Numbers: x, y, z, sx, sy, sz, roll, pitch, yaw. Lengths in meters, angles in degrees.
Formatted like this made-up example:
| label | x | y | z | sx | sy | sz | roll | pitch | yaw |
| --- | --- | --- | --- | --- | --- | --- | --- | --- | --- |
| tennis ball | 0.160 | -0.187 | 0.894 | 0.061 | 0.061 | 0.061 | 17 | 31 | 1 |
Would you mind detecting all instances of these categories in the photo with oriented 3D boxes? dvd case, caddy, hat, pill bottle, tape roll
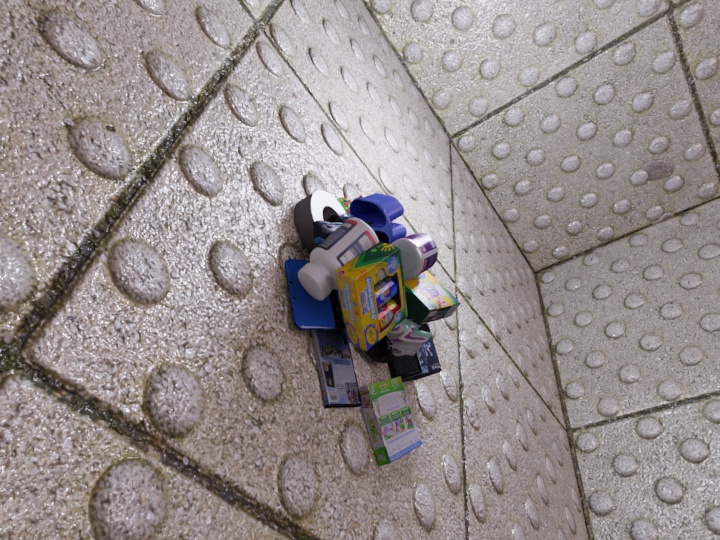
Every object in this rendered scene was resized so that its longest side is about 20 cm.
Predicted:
| label | x | y | z | sx | sy | sz | roll | pitch | yaw |
| --- | --- | --- | --- | --- | --- | --- | --- | --- | --- |
| dvd case | -0.060 | 0.243 | 1.300 | 0.142 | 0.017 | 0.204 | 21 | 50 | -55 |
| caddy | 0.042 | -0.142 | 1.484 | 0.104 | 0.199 | 0.144 | -25 | 118 | -29 |
| hat | 0.055 | 0.158 | 1.483 | 0.198 | 0.080 | 0.205 | -4 | 96 | -37 |
| pill bottle | -0.055 | -0.026 | 1.267 | 0.200 | 0.119 | 0.121 | -43 | 108 | -26 |
| pill bottle | 0.153 | -0.045 | 1.459 | 0.199 | 0.111 | 0.114 | -22 | 87 | -62 |
| tape roll | -0.101 | -0.124 | 1.473 | 0.200 | 0.065 | 0.203 | 41 | 36 | -38 |

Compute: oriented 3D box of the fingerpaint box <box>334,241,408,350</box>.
| label | x | y | z | sx | sy | sz | roll | pitch | yaw |
| --- | --- | --- | --- | --- | --- | --- | --- | --- | --- |
| fingerpaint box | 0.032 | 0.061 | 1.246 | 0.166 | 0.073 | 0.203 | -33 | 127 | -36 |

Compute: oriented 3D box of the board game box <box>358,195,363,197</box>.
| label | x | y | z | sx | sy | sz | roll | pitch | yaw |
| --- | --- | --- | --- | --- | --- | --- | --- | --- | --- |
| board game box | 0.042 | -0.162 | 1.685 | 0.154 | 0.040 | 0.200 | 56 | 0 | -16 |

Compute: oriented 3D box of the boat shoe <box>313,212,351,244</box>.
| label | x | y | z | sx | sy | sz | roll | pitch | yaw |
| --- | --- | --- | --- | --- | --- | --- | --- | --- | --- |
| boat shoe | -0.057 | -0.120 | 1.385 | 0.199 | 0.083 | 0.070 | -26 | 102 | -65 |

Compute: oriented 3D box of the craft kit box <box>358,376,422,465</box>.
| label | x | y | z | sx | sy | sz | roll | pitch | yaw |
| --- | --- | --- | --- | --- | --- | --- | --- | --- | --- |
| craft kit box | 0.081 | 0.400 | 1.399 | 0.199 | 0.048 | 0.201 | 7 | 65 | -59 |

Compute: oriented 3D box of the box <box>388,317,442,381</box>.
| label | x | y | z | sx | sy | sz | roll | pitch | yaw |
| --- | --- | --- | --- | --- | --- | --- | --- | --- | --- |
| box | 0.151 | 0.231 | 1.588 | 0.148 | 0.106 | 0.204 | 12 | 59 | -58 |

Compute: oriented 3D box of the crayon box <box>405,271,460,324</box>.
| label | x | y | z | sx | sy | sz | roll | pitch | yaw |
| --- | --- | --- | --- | --- | --- | --- | --- | --- | --- |
| crayon box | 0.176 | 0.065 | 1.490 | 0.173 | 0.059 | 0.198 | 47 | 26 | 24 |

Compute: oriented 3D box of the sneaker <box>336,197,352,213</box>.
| label | x | y | z | sx | sy | sz | roll | pitch | yaw |
| --- | --- | --- | --- | --- | --- | --- | --- | --- | --- |
| sneaker | -0.029 | -0.144 | 1.620 | 0.076 | 0.084 | 0.202 | -22 | 71 | -34 |

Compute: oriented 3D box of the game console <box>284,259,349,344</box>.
| label | x | y | z | sx | sy | sz | roll | pitch | yaw |
| --- | --- | --- | --- | --- | --- | --- | --- | --- | --- |
| game console | -0.109 | 0.083 | 1.322 | 0.172 | 0.116 | 0.203 | 78 | -2 | -58 |

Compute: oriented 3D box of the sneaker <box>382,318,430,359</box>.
| label | x | y | z | sx | sy | sz | roll | pitch | yaw |
| --- | --- | --- | --- | --- | --- | --- | --- | --- | --- |
| sneaker | 0.081 | 0.182 | 1.410 | 0.197 | 0.141 | 0.078 | 25 | 24 | -7 |
